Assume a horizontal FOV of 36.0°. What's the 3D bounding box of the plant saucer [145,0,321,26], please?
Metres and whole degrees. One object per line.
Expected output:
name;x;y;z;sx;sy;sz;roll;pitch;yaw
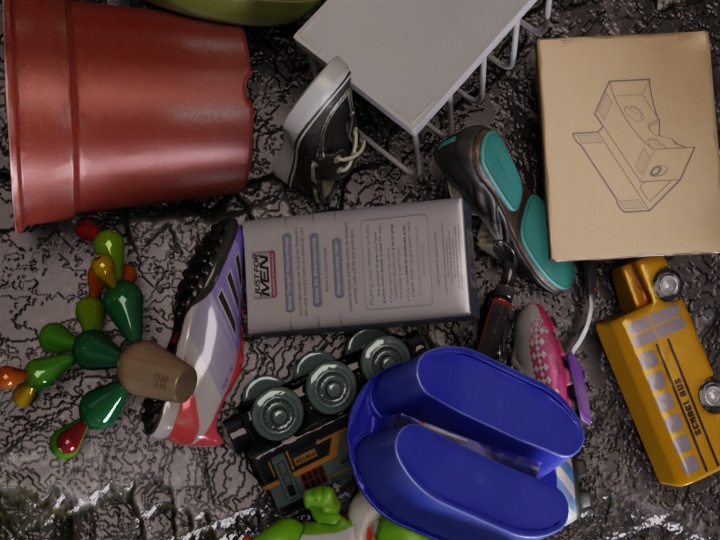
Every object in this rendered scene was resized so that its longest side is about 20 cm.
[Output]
plant saucer;-0.128;-0.249;0.962;0.197;0.201;0.032;12;114;-6

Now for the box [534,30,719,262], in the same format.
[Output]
box;0.244;-0.113;1.003;0.160;0.021;0.204;-3;84;-1

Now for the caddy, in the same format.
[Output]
caddy;0.086;0.151;0.913;0.198;0.105;0.143;26;63;-12

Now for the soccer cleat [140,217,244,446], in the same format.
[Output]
soccer cleat;-0.131;0.055;0.981;0.072;0.068;0.203;21;79;-25

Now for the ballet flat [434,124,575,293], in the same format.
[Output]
ballet flat;0.129;-0.055;1.011;0.201;0.068;0.069;54;50;-34

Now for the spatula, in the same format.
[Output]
spatula;0.209;0.041;1.035;0.020;0.056;0.203;0;74;23

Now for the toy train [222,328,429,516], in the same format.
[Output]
toy train;-0.020;0.129;0.977;0.198;0.085;0.116;-24;100;-13

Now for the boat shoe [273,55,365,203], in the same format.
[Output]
boat shoe;-0.026;-0.114;0.939;0.063;0.200;0.071;38;73;3

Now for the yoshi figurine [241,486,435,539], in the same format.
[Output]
yoshi figurine;-0.010;0.237;0.931;0.198;0.113;0.113;-22;55;-18

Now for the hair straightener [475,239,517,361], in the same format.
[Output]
hair straightener;0.108;0.070;1.002;0.040;0.077;0.204;11;100;6

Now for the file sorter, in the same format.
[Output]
file sorter;0.064;-0.209;0.990;0.138;0.125;0.200;39;79;17

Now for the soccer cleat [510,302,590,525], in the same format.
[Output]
soccer cleat;0.150;0.133;1.002;0.085;0.070;0.204;-9;83;-2

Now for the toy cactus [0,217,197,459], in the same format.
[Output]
toy cactus;-0.212;0.067;0.926;0.163;0.102;0.203;16;85;27

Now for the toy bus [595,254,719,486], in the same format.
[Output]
toy bus;0.279;0.089;1.028;0.077;0.065;0.203;-22;87;-8

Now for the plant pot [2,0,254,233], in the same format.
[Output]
plant pot;-0.196;-0.136;0.932;0.192;0.201;0.205;-2;84;-16

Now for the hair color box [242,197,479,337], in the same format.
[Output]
hair color box;0.000;0.000;0.968;0.196;0.061;0.101;-5;83;13
